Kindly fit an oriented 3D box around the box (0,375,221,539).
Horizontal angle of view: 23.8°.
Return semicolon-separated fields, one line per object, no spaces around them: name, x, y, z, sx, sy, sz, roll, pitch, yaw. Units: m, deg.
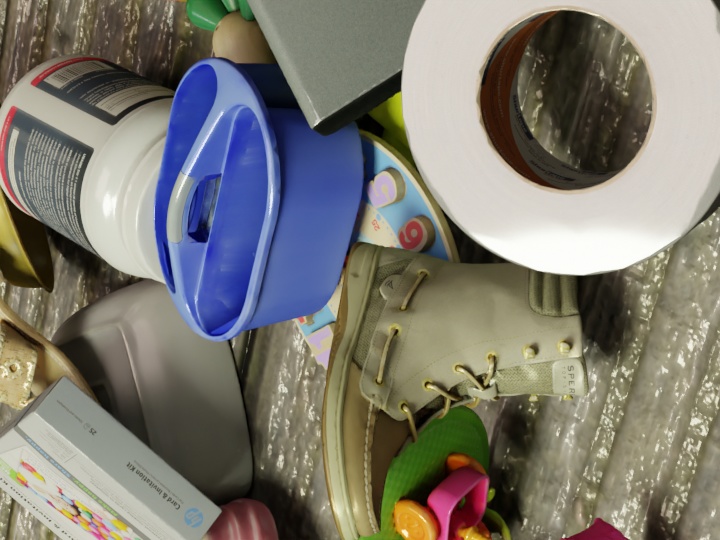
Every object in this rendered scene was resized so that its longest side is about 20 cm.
box;-0.208;0.166;1.319;0.156;0.041;0.200;42;152;-9

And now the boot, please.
boot;0.059;0.071;1.029;0.072;0.155;0.200;83;-168;-54

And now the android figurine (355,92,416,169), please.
android figurine;0.031;-0.161;1.145;0.182;0.041;0.200;46;129;34

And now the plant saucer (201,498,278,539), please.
plant saucer;-0.119;0.270;1.303;0.201;0.051;0.201;-164;90;-71

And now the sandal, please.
sandal;-0.290;0.069;1.358;0.212;0.070;0.078;54;143;2

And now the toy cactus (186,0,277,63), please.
toy cactus;-0.087;-0.201;1.232;0.200;0.102;0.165;-11;93;52

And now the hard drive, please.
hard drive;-0.010;-0.204;1.091;0.140;0.033;0.200;-31;72;14

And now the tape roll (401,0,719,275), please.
tape roll;0.126;-0.101;0.976;0.200;0.066;0.200;6;104;25

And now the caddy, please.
caddy;-0.082;-0.048;1.152;0.141;0.105;0.200;48;135;41

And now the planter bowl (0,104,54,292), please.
planter bowl;-0.331;-0.064;1.447;0.200;0.083;0.201;162;90;-88

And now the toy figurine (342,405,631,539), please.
toy figurine;0.105;0.206;1.072;0.184;0.150;0.200;24;135;33

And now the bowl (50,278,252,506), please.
bowl;-0.185;0.111;1.403;0.200;0.075;0.200;-19;83;48

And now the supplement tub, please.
supplement tub;-0.178;-0.077;1.312;0.200;0.140;0.140;28;116;43

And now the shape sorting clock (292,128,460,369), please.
shape sorting clock;0.000;0.000;1.175;0.200;0.039;0.200;32;132;44
